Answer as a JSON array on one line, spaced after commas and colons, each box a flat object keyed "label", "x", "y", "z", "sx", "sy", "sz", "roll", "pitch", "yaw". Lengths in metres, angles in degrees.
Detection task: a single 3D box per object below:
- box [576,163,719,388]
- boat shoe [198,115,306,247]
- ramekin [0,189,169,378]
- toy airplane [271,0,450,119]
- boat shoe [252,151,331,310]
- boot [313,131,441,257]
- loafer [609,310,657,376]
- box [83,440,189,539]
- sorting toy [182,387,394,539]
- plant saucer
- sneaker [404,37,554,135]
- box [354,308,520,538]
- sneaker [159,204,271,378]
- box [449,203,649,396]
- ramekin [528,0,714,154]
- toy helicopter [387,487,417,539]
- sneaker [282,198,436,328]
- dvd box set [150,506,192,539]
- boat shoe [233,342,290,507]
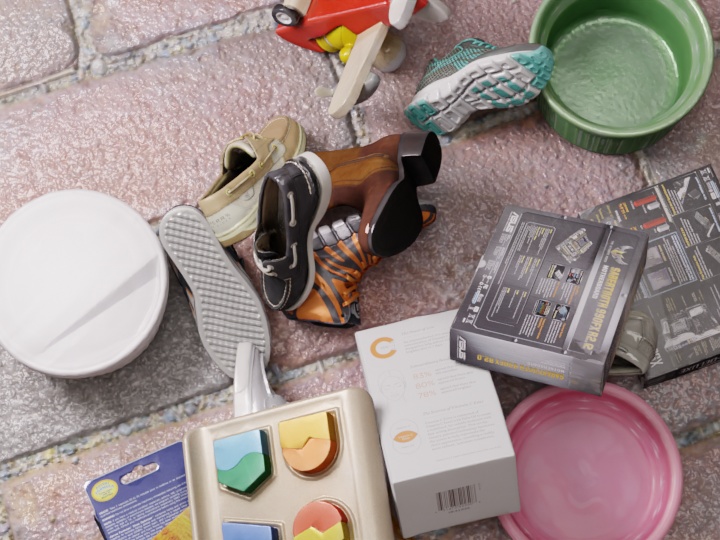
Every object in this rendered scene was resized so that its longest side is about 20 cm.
[{"label": "box", "x": 0.340, "y": 0.006, "z": 1.634, "sx": 0.157, "sy": 0.050, "sz": 0.201, "roll": -20, "pitch": 75, "yaw": -3}, {"label": "boat shoe", "x": -0.115, "y": -0.112, "z": 1.628, "sx": 0.074, "sy": 0.066, "sz": 0.200, "roll": -23, "pitch": 29, "yaw": 32}, {"label": "ramekin", "x": -0.298, "y": 0.023, "z": 1.628, "sx": 0.201, "sy": 0.094, "sz": 0.203, "roll": -1, "pitch": 74, "yaw": 2}, {"label": "toy airplane", "x": 0.017, "y": -0.274, "z": 1.675, "sx": 0.200, "sy": 0.141, "sz": 0.199, "roll": -37, "pitch": 44, "yaw": 6}, {"label": "boat shoe", "x": -0.080, "y": -0.031, "z": 1.545, "sx": 0.060, "sy": 0.200, "sz": 0.074, "roll": -23, "pitch": 58, "yaw": -35}, {"label": "boot", "x": -0.031, "y": -0.074, "z": 1.592, "sx": 0.199, "sy": 0.069, "sz": 0.189, "roll": -6, "pitch": 45, "yaw": 27}, {"label": "loafer", "x": 0.208, "y": 0.077, "z": 1.585, "sx": 0.199, "sy": 0.070, "sz": 0.070, "roll": -2, "pitch": 46, "yaw": 25}, {"label": "box", "x": -0.194, "y": 0.288, "z": 1.574, "sx": 0.121, "sy": 0.032, "sz": 0.201, "roll": -23, "pitch": 76, "yaw": -16}, {"label": "sorting toy", "x": -0.074, "y": 0.219, "z": 1.470, "sx": 0.199, "sy": 0.036, "sz": 0.186, "roll": -14, "pitch": 69, "yaw": 15}, {"label": "plant saucer", "x": 0.231, "y": 0.215, "z": 1.581, "sx": 0.199, "sy": 0.051, "sz": 0.202, "roll": 0, "pitch": 75, "yaw": 1}, {"label": "sneaker", "x": 0.128, "y": -0.220, "z": 1.648, "sx": 0.077, "sy": 0.200, "sz": 0.092, "roll": 34, "pitch": 57, "yaw": -33}, {"label": "box", "x": 0.077, "y": 0.151, "z": 1.538, "sx": 0.124, "sy": 0.098, "sz": 0.200, "roll": -12, "pitch": 46, "yaw": -1}, {"label": "sneaker", "x": -0.153, "y": 0.019, "z": 1.640, "sx": 0.078, "sy": 0.079, "sz": 0.201, "roll": -23, "pitch": 100, "yaw": -1}, {"label": "box", "x": 0.194, "y": 0.025, "z": 1.547, "sx": 0.158, "sy": 0.048, "sz": 0.200, "roll": 13, "pitch": 46, "yaw": 15}, {"label": "ramekin", "x": 0.280, "y": -0.225, "z": 1.674, "sx": 0.199, "sy": 0.098, "sz": 0.201, "roll": -1, "pitch": 75, "yaw": 2}, {"label": "toy helicopter", "x": 0.019, "y": 0.260, "z": 1.545, "sx": 0.200, "sy": 0.132, "sz": 0.079, "roll": 44, "pitch": 110, "yaw": -5}, {"label": "sneaker", "x": 0.000, "y": 0.000, "z": 1.642, "sx": 0.199, "sy": 0.078, "sz": 0.112, "roll": -21, "pitch": 79, "yaw": 7}, {"label": "dvd box set", "x": -0.126, "y": 0.293, "z": 1.541, "sx": 0.146, "sy": 0.029, "sz": 0.200, "roll": 44, "pitch": 56, "yaw": 10}, {"label": "boat shoe", "x": -0.095, "y": 0.166, "z": 1.561, "sx": 0.068, "sy": 0.072, "sz": 0.201, "roll": -3, "pitch": 57, "yaw": -6}]
